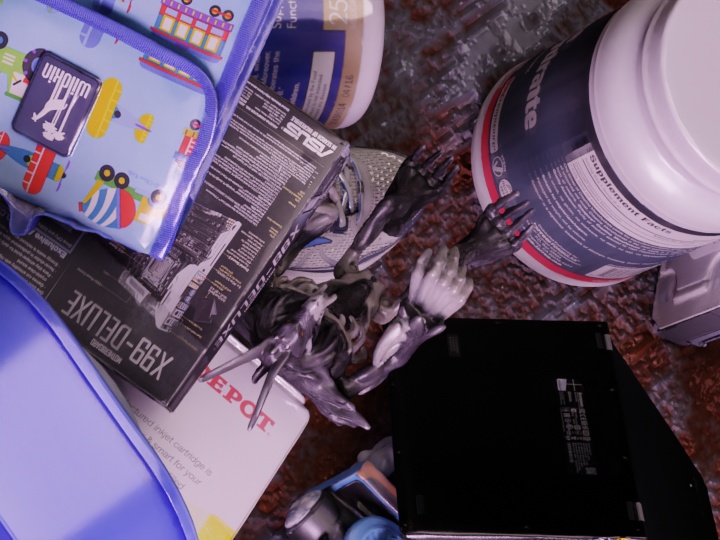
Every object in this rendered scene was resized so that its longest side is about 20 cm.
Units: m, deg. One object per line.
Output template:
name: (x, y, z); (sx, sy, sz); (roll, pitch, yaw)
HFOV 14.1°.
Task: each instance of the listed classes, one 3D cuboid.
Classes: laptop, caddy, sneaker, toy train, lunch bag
laptop: (0.111, 0.127, 1.588); (0.199, 0.116, 0.188); (2, 35, -5)
caddy: (-0.153, 0.082, 1.345); (0.105, 0.141, 0.200); (-36, 94, -25)
sneaker: (-0.041, -0.034, 1.565); (0.199, 0.085, 0.077); (-9, 81, -31)
toy train: (0.048, 0.175, 1.562); (0.200, 0.087, 0.114); (45, 52, -9)
lunch bag: (-0.126, -0.111, 1.378); (0.150, 0.094, 0.201); (23, 96, 2)

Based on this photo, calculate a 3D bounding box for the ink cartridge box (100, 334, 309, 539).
ink cartridge box: (-0.140, 0.109, 1.474); (0.145, 0.083, 0.200); (41, 62, -12)

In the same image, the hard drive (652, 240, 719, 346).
hard drive: (0.231, -0.065, 1.689); (0.038, 0.140, 0.201); (19, 69, -23)

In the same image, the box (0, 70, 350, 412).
box: (-0.128, -0.051, 1.428); (0.200, 0.050, 0.158); (34, 84, 2)

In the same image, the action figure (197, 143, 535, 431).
action figure: (0.000, 0.000, 1.487); (0.119, 0.102, 0.200); (38, 44, 12)

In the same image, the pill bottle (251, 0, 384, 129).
pill bottle: (-0.096, -0.131, 1.536); (0.199, 0.116, 0.116); (-2, 77, -18)

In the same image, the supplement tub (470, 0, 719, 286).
supplement tub: (0.164, -0.078, 1.620); (0.140, 0.200, 0.141); (8, 73, -27)
